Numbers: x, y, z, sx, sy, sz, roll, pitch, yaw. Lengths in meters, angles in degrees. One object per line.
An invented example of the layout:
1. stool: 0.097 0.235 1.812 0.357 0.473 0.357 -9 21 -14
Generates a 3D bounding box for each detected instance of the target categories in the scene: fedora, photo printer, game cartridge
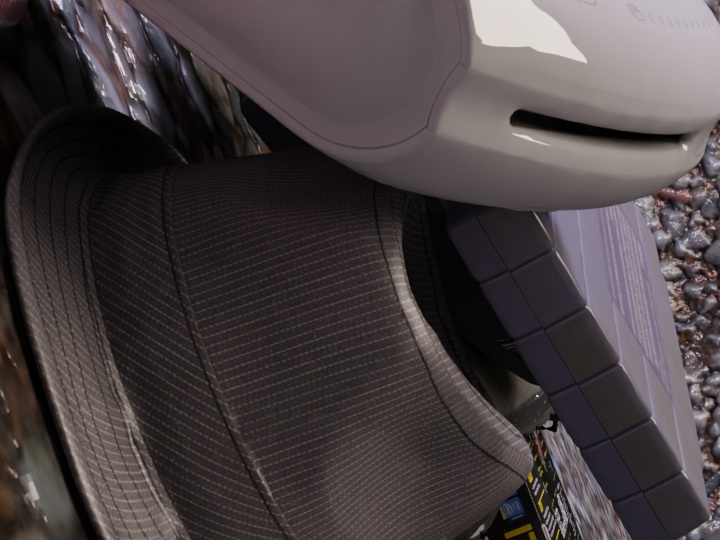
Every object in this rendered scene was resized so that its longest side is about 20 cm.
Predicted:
1. fedora: -0.011 0.026 0.548 0.200 0.090 0.178 43 26 -71
2. photo printer: 0.002 -0.086 0.549 0.200 0.070 0.166 39 21 27
3. game cartridge: 0.068 -0.009 0.673 0.200 0.038 0.130 -83 149 -64

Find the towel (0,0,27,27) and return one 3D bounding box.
1. towel: -0.131 -0.147 0.441 0.146 0.030 0.202 -38 109 -82

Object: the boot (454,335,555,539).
1. boot: 0.025 0.013 0.793 0.132 0.067 0.200 66 24 -17

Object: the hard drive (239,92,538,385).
1. hard drive: 0.026 -0.048 0.758 0.200 0.042 0.136 42 32 -35

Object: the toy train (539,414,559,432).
1. toy train: 0.111 -0.014 0.989 0.046 0.034 0.202 -80 -179 -67

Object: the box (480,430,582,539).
1. box: 0.068 0.100 1.010 0.200 0.049 0.161 -12 79 -83
